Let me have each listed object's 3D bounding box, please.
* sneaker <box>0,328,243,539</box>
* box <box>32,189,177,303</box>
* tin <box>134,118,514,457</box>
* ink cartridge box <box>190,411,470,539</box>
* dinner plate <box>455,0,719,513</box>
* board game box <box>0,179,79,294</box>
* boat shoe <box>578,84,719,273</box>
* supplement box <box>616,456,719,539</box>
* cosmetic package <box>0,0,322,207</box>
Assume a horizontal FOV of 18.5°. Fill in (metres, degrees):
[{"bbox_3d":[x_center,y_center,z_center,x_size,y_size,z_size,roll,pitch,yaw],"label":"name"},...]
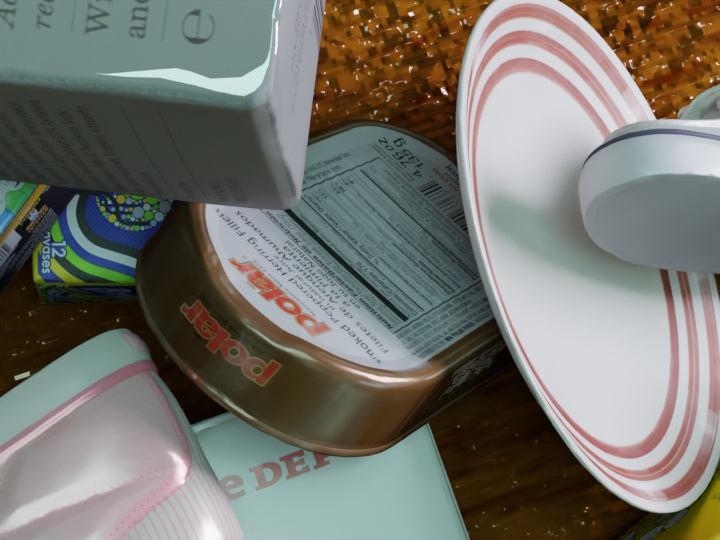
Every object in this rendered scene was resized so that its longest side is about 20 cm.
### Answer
[{"bbox_3d":[-0.128,0.116,0.721,0.200,0.075,0.105,-35,82,-6],"label":"sneaker"},{"bbox_3d":[-0.091,-0.090,0.830,0.064,0.070,0.201,0,83,-7],"label":"box"},{"bbox_3d":[0.000,0.000,0.788,0.112,0.200,0.042,39,119,13],"label":"tin"},{"bbox_3d":[-0.023,0.149,0.810,0.146,0.083,0.201,-18,87,-13],"label":"ink cartridge box"},{"bbox_3d":[0.083,-0.006,0.821,0.024,0.200,0.201,-20,87,30],"label":"dinner plate"},{"bbox_3d":[-0.144,-0.109,0.767,0.165,0.057,0.200,36,84,6],"label":"board game box"},{"bbox_3d":[0.149,-0.041,0.838,0.200,0.072,0.066,5,65,-43],"label":"boat shoe"},{"bbox_3d":[0.195,0.102,0.845,0.200,0.109,0.110,-39,92,-13],"label":"supplement box"},{"bbox_3d":[-0.110,-0.121,0.650,0.199,0.166,0.168,6,83,2],"label":"cosmetic package"}]
